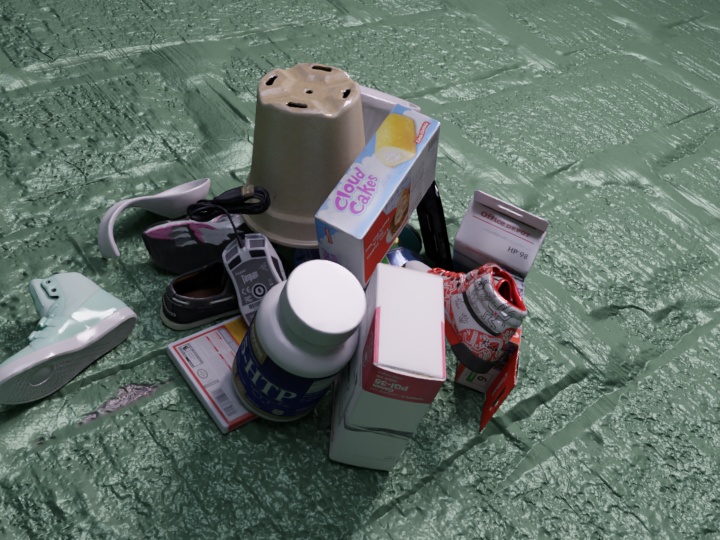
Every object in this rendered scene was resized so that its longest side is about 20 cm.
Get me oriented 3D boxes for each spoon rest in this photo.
[{"bbox_3d":[-0.299,-0.092,1.090,0.099,0.061,0.200,-3,29,40],"label":"spoon rest"}]

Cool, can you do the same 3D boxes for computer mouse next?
[{"bbox_3d":[-0.142,-0.008,0.979,0.108,0.202,0.044,-19,8,8],"label":"computer mouse"}]

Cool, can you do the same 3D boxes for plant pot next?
[{"bbox_3d":[-0.068,-0.164,1.007,0.198,0.185,0.202,2,42,-2],"label":"plant pot"}]

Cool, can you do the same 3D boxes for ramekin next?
[{"bbox_3d":[-0.002,-0.268,1.308,0.200,0.095,0.203,17,15,-5],"label":"ramekin"}]

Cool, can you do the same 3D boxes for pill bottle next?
[{"bbox_3d":[-0.069,0.079,0.854,0.118,0.201,0.121,12,53,-16],"label":"pill bottle"}]

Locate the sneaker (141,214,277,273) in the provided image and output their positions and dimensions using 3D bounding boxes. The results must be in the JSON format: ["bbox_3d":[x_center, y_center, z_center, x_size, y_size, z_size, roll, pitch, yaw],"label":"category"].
[{"bbox_3d":[-0.217,-0.053,1.089,0.198,0.081,0.086,-6,29,-27],"label":"sneaker"}]

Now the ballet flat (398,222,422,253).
[{"bbox_3d":[0.005,-0.077,1.177,0.198,0.073,0.072,19,42,2],"label":"ballet flat"}]

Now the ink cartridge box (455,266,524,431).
[{"bbox_3d":[0.170,0.099,1.001,0.050,0.110,0.201,21,42,-3],"label":"ink cartridge box"}]

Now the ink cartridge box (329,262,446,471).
[{"bbox_3d":[0.027,0.116,0.865,0.082,0.201,0.148,12,46,-10],"label":"ink cartridge box"}]

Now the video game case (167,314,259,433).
[{"bbox_3d":[-0.127,0.112,0.969,0.199,0.018,0.143,-22,54,-34],"label":"video game case"}]

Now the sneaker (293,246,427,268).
[{"bbox_3d":[0.000,0.000,1.099,0.197,0.066,0.079,10,56,-7],"label":"sneaker"}]

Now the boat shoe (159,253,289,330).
[{"bbox_3d":[-0.176,0.016,1.021,0.199,0.068,0.072,-22,52,-36],"label":"boat shoe"}]

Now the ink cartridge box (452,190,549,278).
[{"bbox_3d":[0.197,-0.036,1.091,0.115,0.200,0.067,25,81,11],"label":"ink cartridge box"}]

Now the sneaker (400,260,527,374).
[{"bbox_3d":[0.131,0.023,0.944,0.067,0.108,0.202,15,28,-38],"label":"sneaker"}]

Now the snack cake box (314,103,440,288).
[{"bbox_3d":[0.024,-0.093,0.941,0.067,0.115,0.201,26,63,15],"label":"snack cake box"}]

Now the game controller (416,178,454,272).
[{"bbox_3d":[0.112,-0.066,1.106,0.042,0.201,0.105,-22,48,-3],"label":"game controller"}]

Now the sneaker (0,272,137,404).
[{"bbox_3d":[-0.377,0.073,0.891,0.118,0.074,0.200,36,36,12],"label":"sneaker"}]

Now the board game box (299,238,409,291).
[{"bbox_3d":[0.001,0.001,1.039,0.134,0.035,0.202,-14,64,-19],"label":"board game box"}]
